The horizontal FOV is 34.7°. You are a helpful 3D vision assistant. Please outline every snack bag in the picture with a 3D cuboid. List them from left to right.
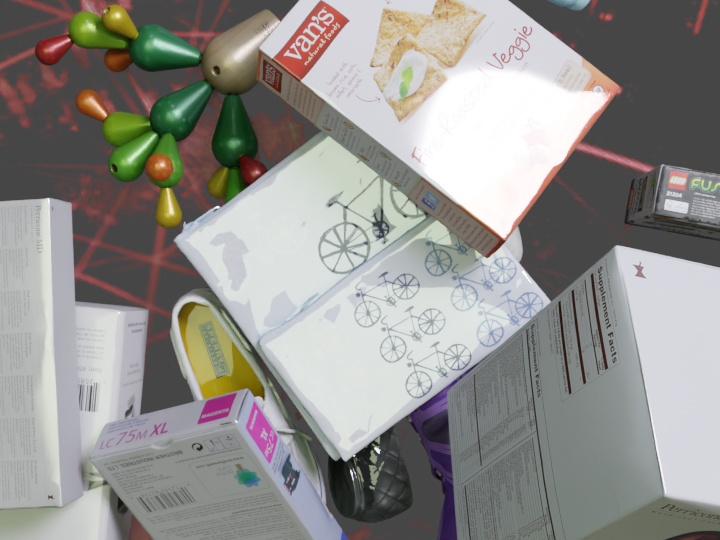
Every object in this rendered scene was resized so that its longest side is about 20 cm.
[{"bbox_3d":[0.000,0.000,0.792,0.188,0.021,0.200,-36,91,5],"label":"snack bag"}]

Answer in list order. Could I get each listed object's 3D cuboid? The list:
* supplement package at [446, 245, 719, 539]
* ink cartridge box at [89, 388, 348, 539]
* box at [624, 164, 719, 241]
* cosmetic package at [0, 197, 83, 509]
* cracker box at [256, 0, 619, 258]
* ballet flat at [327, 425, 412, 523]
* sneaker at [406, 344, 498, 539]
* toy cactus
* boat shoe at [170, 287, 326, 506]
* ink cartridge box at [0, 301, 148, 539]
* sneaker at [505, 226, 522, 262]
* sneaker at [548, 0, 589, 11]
[{"bbox_3d":[0.184,0.111,0.699,0.190,0.200,0.148,11,57,-22],"label":"supplement package"},{"bbox_3d":[-0.085,0.175,0.803,0.119,0.042,0.201,-15,120,23],"label":"ink cartridge box"},{"bbox_3d":[0.292,-0.034,0.797,0.199,0.110,0.035,11,90,2],"label":"box"},{"bbox_3d":[-0.234,0.055,0.770,0.082,0.051,0.201,-2,88,7],"label":"cosmetic package"},{"bbox_3d":[0.049,-0.124,0.757,0.200,0.058,0.134,37,76,3],"label":"cracker box"},{"bbox_3d":[0.004,0.083,0.847,0.057,0.066,0.201,-3,92,-34],"label":"ballet flat"},{"bbox_3d":[0.068,0.115,0.837,0.083,0.081,0.201,0,80,17],"label":"sneaker"},{"bbox_3d":[-0.124,-0.131,0.836,0.165,0.102,0.200,-42,79,-8],"label":"toy cactus"},{"bbox_3d":[-0.083,0.106,0.827,0.074,0.086,0.203,-21,89,3],"label":"boat shoe"},{"bbox_3d":[-0.239,0.121,0.837,0.146,0.083,0.201,5,90,3],"label":"ink cartridge box"},{"bbox_3d":[0.067,-0.093,0.829,0.072,0.072,0.201,-10,87,6],"label":"sneaker"},{"bbox_3d":[0.179,-0.278,0.834,0.082,0.074,0.201,35,86,-27],"label":"sneaker"}]
